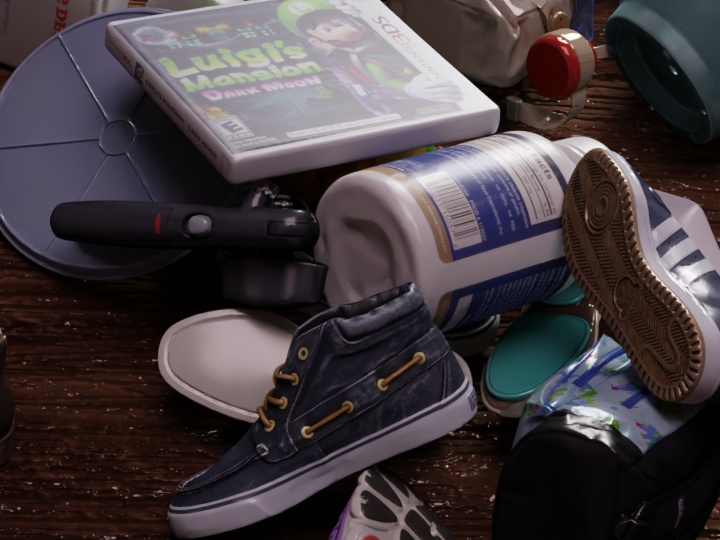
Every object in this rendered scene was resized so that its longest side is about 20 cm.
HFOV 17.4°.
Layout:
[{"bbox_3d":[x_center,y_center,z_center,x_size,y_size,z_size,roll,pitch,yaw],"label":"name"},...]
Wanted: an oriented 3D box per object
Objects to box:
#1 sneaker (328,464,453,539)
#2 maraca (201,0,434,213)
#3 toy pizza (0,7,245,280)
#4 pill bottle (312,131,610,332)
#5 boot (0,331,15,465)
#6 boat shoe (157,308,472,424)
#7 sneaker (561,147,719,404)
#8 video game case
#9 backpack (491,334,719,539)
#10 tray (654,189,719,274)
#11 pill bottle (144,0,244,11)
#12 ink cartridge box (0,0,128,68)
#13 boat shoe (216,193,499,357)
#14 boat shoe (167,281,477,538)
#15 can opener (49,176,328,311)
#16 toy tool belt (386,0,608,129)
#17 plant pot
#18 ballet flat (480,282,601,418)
[{"bbox_3d":[-0.007,0.184,1.367,0.081,0.083,0.200,48,30,-5],"label":"sneaker"},{"bbox_3d":[-0.043,-0.107,1.621,0.199,0.107,0.137,33,81,7],"label":"maraca"},{"bbox_3d":[-0.159,-0.084,1.582,0.199,0.032,0.201,-5,67,12],"label":"toy pizza"},{"bbox_3d":[0.076,-0.027,1.494,0.199,0.111,0.111,-16,50,-38],"label":"pill bottle"},{"bbox_3d":[-0.289,0.034,1.429,0.199,0.097,0.075,28,45,14],"label":"boot"},{"bbox_3d":[-0.030,0.069,1.491,0.199,0.060,0.074,3,75,-6],"label":"boat shoe"},{"bbox_3d":[0.198,0.009,1.417,0.108,0.070,0.201,9,39,-30],"label":"sneaker"},{"bbox_3d":[-0.039,-0.126,1.525,0.199,0.023,0.182,-13,39,-29],"label":"video game case"},{"bbox_3d":[0.156,0.122,1.420,0.153,0.164,0.199,28,36,36],"label":"backpack"},{"bbox_3d":[0.217,0.016,1.621,0.107,0.022,0.201,14,40,-28],"label":"tray"},{"bbox_3d":[-0.081,-0.223,1.740,0.112,0.113,0.200,24,44,11],"label":"pill bottle"},{"bbox_3d":[-0.263,-0.234,1.679,0.199,0.145,0.085,21,42,8],"label":"ink cartridge box"},{"bbox_3d":[0.000,0.000,1.564,0.199,0.064,0.071,18,43,4],"label":"boat shoe"},{"bbox_3d":[-0.036,0.082,1.401,0.199,0.091,0.071,-25,10,2],"label":"boat shoe"},{"bbox_3d":[-0.111,-0.024,1.477,0.199,0.063,0.079,8,82,27],"label":"can opener"},{"bbox_3d":[0.121,-0.186,1.741,0.123,0.126,0.199,-22,34,-40],"label":"toy tool belt"},{"bbox_3d":[0.268,-0.180,1.749,0.134,0.201,0.200,-39,61,-12],"label":"plant pot"},{"bbox_3d":[0.132,0.047,1.550,0.067,0.063,0.200,4,38,23],"label":"ballet flat"}]
